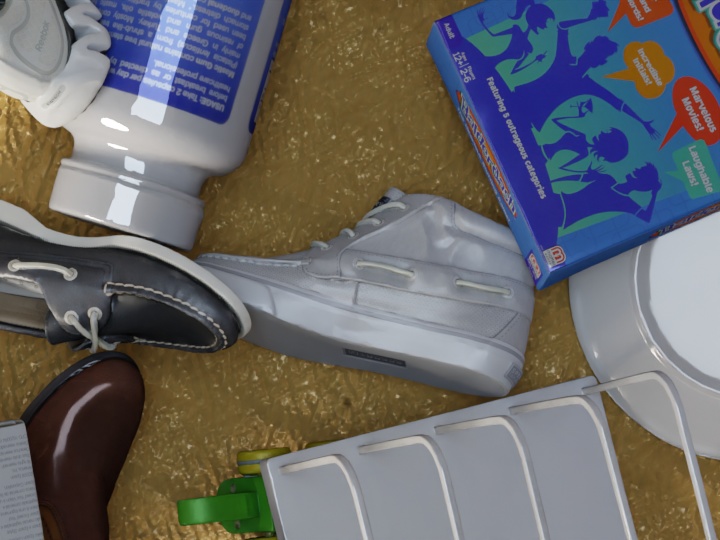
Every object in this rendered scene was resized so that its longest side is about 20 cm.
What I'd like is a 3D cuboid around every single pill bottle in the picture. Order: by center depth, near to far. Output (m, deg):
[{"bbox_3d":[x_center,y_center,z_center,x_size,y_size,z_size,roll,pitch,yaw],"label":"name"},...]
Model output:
[{"bbox_3d":[-0.102,-0.118,1.370,0.111,0.112,0.202,17,88,2],"label":"pill bottle"}]

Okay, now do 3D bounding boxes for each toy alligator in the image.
[{"bbox_3d":[-0.009,0.122,1.388,0.198,0.054,0.060,-6,87,-20],"label":"toy alligator"}]

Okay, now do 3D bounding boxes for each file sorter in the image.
[{"bbox_3d":[0.073,0.139,1.318,0.199,0.124,0.140,-13,87,-22],"label":"file sorter"}]

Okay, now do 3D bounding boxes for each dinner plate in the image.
[{"bbox_3d":[0.215,0.005,1.403,0.198,0.024,0.202,0,89,1],"label":"dinner plate"}]

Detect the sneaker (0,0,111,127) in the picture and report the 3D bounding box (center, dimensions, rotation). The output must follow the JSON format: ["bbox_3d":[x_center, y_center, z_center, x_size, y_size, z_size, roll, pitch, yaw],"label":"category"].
[{"bbox_3d":[-0.198,-0.166,1.341,0.075,0.081,0.201,-48,50,24],"label":"sneaker"}]

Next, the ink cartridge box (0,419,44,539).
[{"bbox_3d":[-0.232,0.189,1.338,0.195,0.043,0.202,-11,88,44],"label":"ink cartridge box"}]

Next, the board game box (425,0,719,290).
[{"bbox_3d":[0.156,-0.099,1.375,0.199,0.045,0.153,-23,80,-10],"label":"board game box"}]

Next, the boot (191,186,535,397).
[{"bbox_3d":[0.000,0.000,1.392,0.198,0.074,0.096,14,72,2],"label":"boot"}]

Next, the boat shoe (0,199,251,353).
[{"bbox_3d":[-0.155,0.013,1.359,0.199,0.074,0.061,18,56,19],"label":"boat shoe"}]

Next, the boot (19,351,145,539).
[{"bbox_3d":[-0.130,0.158,1.319,0.068,0.200,0.189,35,89,-42],"label":"boot"}]
